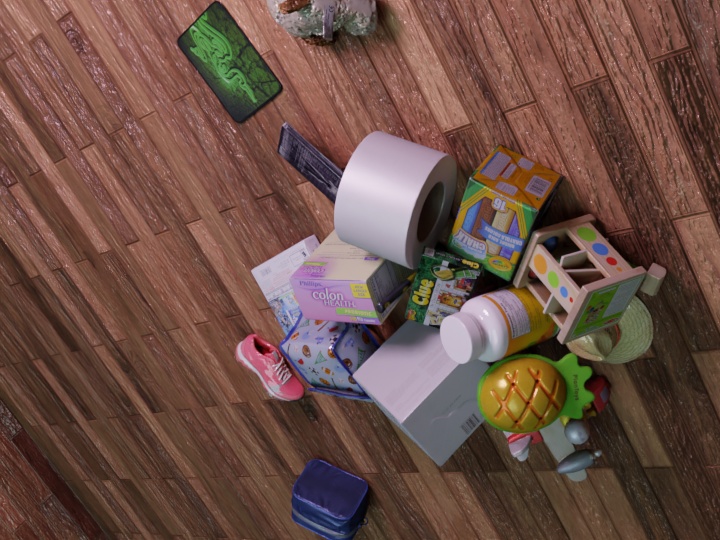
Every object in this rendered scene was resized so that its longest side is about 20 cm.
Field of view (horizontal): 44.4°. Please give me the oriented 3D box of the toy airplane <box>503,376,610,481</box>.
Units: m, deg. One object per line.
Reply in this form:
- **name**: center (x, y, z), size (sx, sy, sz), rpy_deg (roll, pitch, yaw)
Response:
- **toy airplane**: center (0.352, 0.277, 1.588), size (0.198, 0.201, 0.141), rpy_deg (13, -173, -21)

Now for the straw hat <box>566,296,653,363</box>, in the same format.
- **straw hat**: center (0.395, 0.107, 1.522), size (0.199, 0.085, 0.203), rpy_deg (20, 132, 23)

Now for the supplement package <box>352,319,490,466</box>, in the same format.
- **supplement package**: center (0.130, 0.215, 1.657), size (0.147, 0.191, 0.200), rpy_deg (51, 172, -31)

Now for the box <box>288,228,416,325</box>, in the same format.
- **box**: center (0.000, 0.000, 1.644), size (0.174, 0.200, 0.097), rpy_deg (2, 124, 34)

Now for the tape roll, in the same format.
- **tape roll**: center (0.061, -0.121, 1.501), size (0.138, 0.203, 0.204), rpy_deg (22, 134, 20)

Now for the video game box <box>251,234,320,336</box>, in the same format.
- **video game box**: center (-0.122, 0.042, 1.859), size (0.199, 0.047, 0.184), rpy_deg (-25, 92, 46)

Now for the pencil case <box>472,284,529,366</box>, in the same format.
- **pencil case**: center (0.260, 0.130, 1.638), size (0.090, 0.094, 0.201), rpy_deg (-8, 120, 41)

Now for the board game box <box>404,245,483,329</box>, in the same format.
- **board game box**: center (0.140, 0.038, 1.528), size (0.104, 0.024, 0.201), rpy_deg (18, 145, 6)

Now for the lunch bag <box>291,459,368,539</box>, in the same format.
- **lunch bag**: center (-0.070, 0.588, 2.218), size (0.198, 0.136, 0.133), rpy_deg (22, 135, 19)

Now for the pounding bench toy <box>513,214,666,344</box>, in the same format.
- **pounding bench toy**: center (0.374, -0.003, 1.432), size (0.156, 0.198, 0.125), rpy_deg (56, 149, 34)

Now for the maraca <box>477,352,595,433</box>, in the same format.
- **maraca**: center (0.295, 0.205, 1.490), size (0.198, 0.107, 0.139), rpy_deg (-8, 103, 1)

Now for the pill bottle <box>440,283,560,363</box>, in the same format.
- **pill bottle**: center (0.237, 0.090, 1.500), size (0.111, 0.198, 0.112), rpy_deg (33, 131, 48)

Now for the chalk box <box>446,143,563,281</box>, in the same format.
- **chalk box**: center (0.231, -0.080, 1.465), size (0.123, 0.125, 0.201), rpy_deg (29, 135, 14)

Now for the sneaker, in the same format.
- **sneaker**: center (-0.207, 0.229, 2.075), size (0.200, 0.074, 0.087), rpy_deg (41, 136, 1)

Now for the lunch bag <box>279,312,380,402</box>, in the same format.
- **lunch bag**: center (-0.040, 0.190, 1.782), size (0.169, 0.124, 0.201), rpy_deg (1, 135, 44)

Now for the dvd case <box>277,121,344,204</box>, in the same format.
- **dvd case**: center (-0.073, -0.182, 1.640), size (0.200, 0.016, 0.149), rpy_deg (42, 166, 1)

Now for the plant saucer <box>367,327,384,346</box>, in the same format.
- **plant saucer**: center (-0.010, 0.182, 1.919), size (0.199, 0.037, 0.202), rpy_deg (20, 134, 22)

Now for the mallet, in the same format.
- **mallet**: center (0.092, 0.027, 1.599), size (0.041, 0.200, 0.066), rpy_deg (15, 135, 34)

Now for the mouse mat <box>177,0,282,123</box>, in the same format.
- **mouse mat**: center (-0.248, -0.386, 1.658), size (0.160, 0.008, 0.201), rpy_deg (-26, 105, 45)

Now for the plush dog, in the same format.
- **plush dog**: center (-0.090, -0.433, 1.420), size (0.201, 0.160, 0.171), rpy_deg (56, 159, -15)
